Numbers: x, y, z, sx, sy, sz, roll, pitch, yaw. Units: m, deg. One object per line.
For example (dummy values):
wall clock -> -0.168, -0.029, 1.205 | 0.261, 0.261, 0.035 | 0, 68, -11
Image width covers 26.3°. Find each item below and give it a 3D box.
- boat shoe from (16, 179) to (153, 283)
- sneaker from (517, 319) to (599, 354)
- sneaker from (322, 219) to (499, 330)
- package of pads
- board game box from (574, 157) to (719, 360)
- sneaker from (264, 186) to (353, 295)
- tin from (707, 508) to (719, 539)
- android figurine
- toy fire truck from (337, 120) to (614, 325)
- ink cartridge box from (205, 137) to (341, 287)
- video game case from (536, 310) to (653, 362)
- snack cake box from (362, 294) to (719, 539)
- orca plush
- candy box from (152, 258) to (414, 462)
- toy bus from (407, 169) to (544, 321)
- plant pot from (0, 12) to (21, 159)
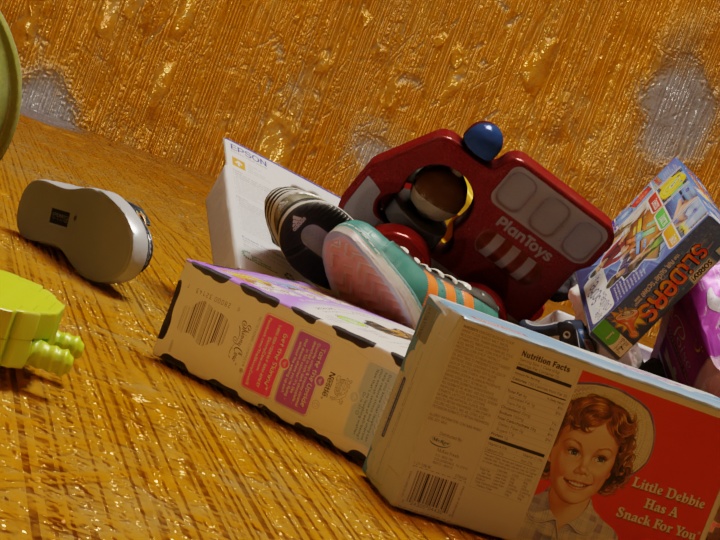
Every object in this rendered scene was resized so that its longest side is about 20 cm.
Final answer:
boat shoe -> -0.204, -0.033, 1.284 | 0.090, 0.071, 0.200 | 12, 7, -38
sneaker -> 0.195, 0.107, 1.235 | 0.199, 0.109, 0.070 | 23, 6, 27
sneaker -> 0.052, 0.031, 1.155 | 0.200, 0.080, 0.071 | 51, -36, -15
package of pads -> 0.304, 0.086, 1.331 | 0.075, 0.121, 0.201 | -10, -34, -7
board game box -> 0.241, -0.015, 1.293 | 0.034, 0.135, 0.200 | 41, 16, -9
sneaker -> 0.000, 0.000, 1.221 | 0.201, 0.076, 0.115 | 45, 2, -27
tin -> 0.326, 0.204, 1.162 | 0.199, 0.042, 0.112 | 19, 9, -29
android figurine -> -0.242, 0.011, 0.812 | 0.198, 0.041, 0.182 | 20, 4, -7
toy fire truck -> 0.091, -0.038, 1.299 | 0.199, 0.168, 0.112 | 37, 24, -10
ink cartridge box -> -0.039, -0.006, 1.312 | 0.195, 0.043, 0.201 | 27, 26, -25
video game case -> 0.242, 0.104, 1.550 | 0.181, 0.024, 0.200 | 22, -18, -6
snack cake box -> 0.116, 0.102, 0.905 | 0.199, 0.116, 0.067 | 20, 4, -18
orca plush -> 0.213, 0.096, 1.389 | 0.071, 0.105, 0.201 | 66, 0, -48
candy box -> -0.009, 0.066, 1.034 | 0.199, 0.072, 0.167 | 23, 5, 29
toy bus -> 0.085, 0.017, 1.464 | 0.135, 0.200, 0.192 | 24, 21, -43
plant pot -> -0.351, -0.116, 1.039 | 0.199, 0.202, 0.184 | 21, 16, -1
